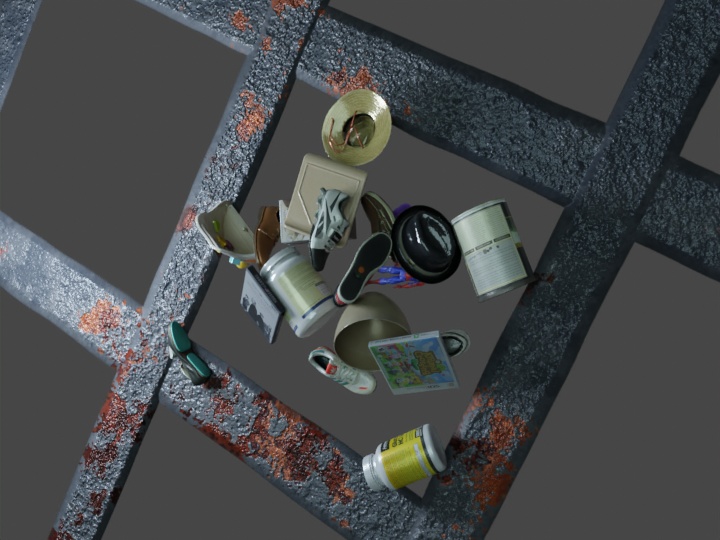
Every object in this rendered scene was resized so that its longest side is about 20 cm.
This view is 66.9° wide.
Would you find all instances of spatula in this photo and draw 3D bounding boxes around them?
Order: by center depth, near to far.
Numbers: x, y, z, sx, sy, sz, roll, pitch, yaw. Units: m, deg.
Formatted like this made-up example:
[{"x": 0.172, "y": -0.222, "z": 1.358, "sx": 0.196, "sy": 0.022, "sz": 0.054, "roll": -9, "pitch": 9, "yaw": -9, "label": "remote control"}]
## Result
[{"x": 0.149, "y": -0.084, "z": 1.400, "sx": 0.056, "sy": 0.021, "sz": 0.203, "roll": -33, "pitch": 77, "yaw": 8, "label": "spatula"}]

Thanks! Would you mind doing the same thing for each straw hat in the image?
[{"x": 0.002, "y": -0.362, "z": 1.426, "sx": 0.194, "sy": 0.085, "sz": 0.210, "roll": -1, "pitch": 88, "yaw": 22, "label": "straw hat"}]

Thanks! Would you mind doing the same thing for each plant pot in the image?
[{"x": 0.030, "y": 0.136, "z": 1.366, "sx": 0.194, "sy": 0.203, "sz": 0.137, "roll": -17, "pitch": 42, "yaw": 15, "label": "plant pot"}]

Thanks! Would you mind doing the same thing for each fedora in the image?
[{"x": 0.170, "y": -0.074, "z": 1.330, "sx": 0.193, "sy": 0.092, "sz": 0.209, "roll": 3, "pitch": 77, "yaw": -11, "label": "fedora"}]

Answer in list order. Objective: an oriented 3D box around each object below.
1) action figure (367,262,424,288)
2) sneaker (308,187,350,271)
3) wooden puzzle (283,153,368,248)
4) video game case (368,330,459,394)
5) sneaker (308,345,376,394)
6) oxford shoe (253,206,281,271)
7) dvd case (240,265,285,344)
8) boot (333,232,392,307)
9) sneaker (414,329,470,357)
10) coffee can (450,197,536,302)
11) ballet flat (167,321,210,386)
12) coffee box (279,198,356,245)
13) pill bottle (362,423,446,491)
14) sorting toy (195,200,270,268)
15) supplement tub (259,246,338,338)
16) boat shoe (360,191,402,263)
[{"x": 0.102, "y": 0.013, "z": 1.407, "sx": 0.192, "sy": 0.052, "sz": 0.068, "roll": -2, "pitch": 87, "yaw": 14, "label": "action figure"}, {"x": -0.071, "y": -0.097, "z": 1.322, "sx": 0.085, "sy": 0.074, "sz": 0.208, "roll": 8, "pitch": 87, "yaw": 17, "label": "sneaker"}, {"x": -0.088, "y": -0.179, "z": 1.393, "sx": 0.180, "sy": 0.037, "sz": 0.207, "roll": 20, "pitch": 89, "yaw": 16, "label": "wooden puzzle"}, {"x": 0.133, "y": 0.230, "z": 1.327, "sx": 0.176, "sy": 0.022, "sz": 0.203, "roll": -11, "pitch": 130, "yaw": 20, "label": "video game case"}, {"x": -0.052, "y": 0.267, "z": 1.420, "sx": 0.196, "sy": 0.093, "sz": 0.072, "roll": 29, "pitch": 96, "yaw": 15, "label": "sneaker"}, {"x": -0.244, "y": -0.093, "z": 1.467, "sx": 0.069, "sy": 0.072, "sz": 0.206, "roll": -4, "pitch": 59, "yaw": 11, "label": "oxford shoe"}, {"x": -0.263, "y": 0.096, "z": 1.452, "sx": 0.024, "sy": 0.201, "sz": 0.151, "roll": -31, "pitch": 74, "yaw": -31, "label": "dvd case"}, {"x": 0.000, "y": 0.000, "z": 1.359, "sx": 0.072, "sy": 0.144, "sz": 0.202, "roll": 37, "pitch": 76, "yaw": -2, "label": "boot"}, {"x": 0.175, "y": 0.192, "z": 1.359, "sx": 0.194, "sy": 0.087, "sz": 0.078, "roll": -20, "pitch": 85, "yaw": 17, "label": "sneaker"}, {"x": 0.312, "y": -0.046, "z": 1.292, "sx": 0.142, "sy": 0.146, "sz": 0.206, "roll": -21, "pitch": 83, "yaw": 14, "label": "coffee can"}, {"x": -0.511, "y": 0.247, "z": 1.574, "sx": 0.068, "sy": 0.068, "sz": 0.202, "roll": -40, "pitch": 78, "yaw": 20, "label": "ballet flat"}, {"x": -0.112, "y": -0.136, "z": 1.456, "sx": 0.193, "sy": 0.080, "sz": 0.118, "roll": -5, "pitch": 86, "yaw": 16, "label": "coffee box"}, {"x": 0.108, "y": 0.472, "z": 1.358, "sx": 0.195, "sy": 0.112, "sz": 0.116, "roll": -27, "pitch": 82, "yaw": 13, "label": "pill bottle"}, {"x": -0.368, "y": -0.090, "z": 1.479, "sx": 0.106, "sy": 0.179, "sz": 0.202, "roll": -41, "pitch": 78, "yaw": 11, "label": "sorting toy"}, {"x": -0.160, "y": 0.055, "z": 1.432, "sx": 0.144, "sy": 0.145, "sz": 0.202, "roll": -41, "pitch": 78, "yaw": 11, "label": "supplement tub"}, {"x": 0.055, "y": -0.109, "z": 1.396, "sx": 0.074, "sy": 0.075, "sz": 0.204, "roll": -31, "pitch": 77, "yaw": -28, "label": "boat shoe"}]
